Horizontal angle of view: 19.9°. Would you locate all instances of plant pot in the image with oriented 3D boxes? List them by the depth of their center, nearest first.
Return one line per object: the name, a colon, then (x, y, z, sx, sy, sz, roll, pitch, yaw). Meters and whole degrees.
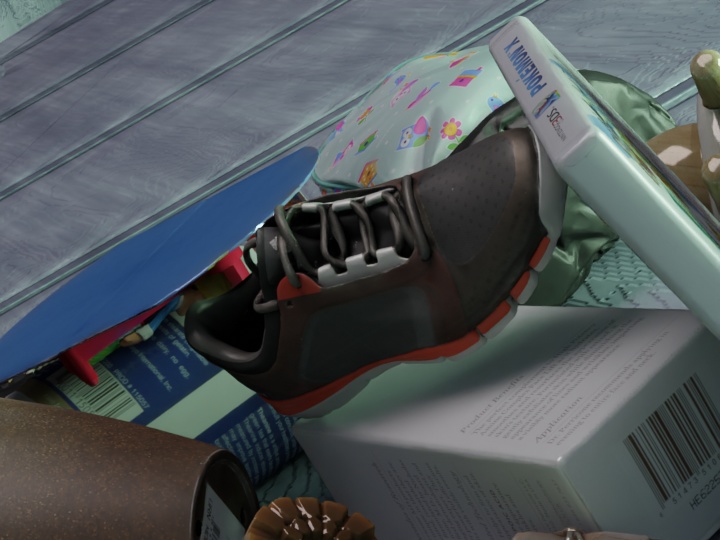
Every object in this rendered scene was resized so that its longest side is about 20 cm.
plant pot: (-0.149, 0.132, 0.889, 0.200, 0.187, 0.187, -7, 25, 17)

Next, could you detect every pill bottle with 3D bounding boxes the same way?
pill bottle: (-0.076, 0.058, 1.043, 0.200, 0.111, 0.111, -36, 19, -20)

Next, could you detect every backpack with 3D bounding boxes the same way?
backpack: (0.063, -0.047, 1.093, 0.167, 0.127, 0.200, -38, 17, -15)

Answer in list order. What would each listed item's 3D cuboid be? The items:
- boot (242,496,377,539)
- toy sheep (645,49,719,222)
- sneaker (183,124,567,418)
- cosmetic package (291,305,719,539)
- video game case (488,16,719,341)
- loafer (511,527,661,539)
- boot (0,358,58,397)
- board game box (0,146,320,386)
boot: (-0.016, 0.185, 0.697, 0.200, 0.075, 0.107, -101, 29, -51)
toy sheep: (0.212, -0.051, 0.880, 0.200, 0.138, 0.138, -8, 24, 17)
sneaker: (0.000, 0.000, 0.842, 0.200, 0.082, 0.077, -38, 43, 36)
cosmetic package: (0.070, 0.070, 0.860, 0.102, 0.074, 0.200, -39, 18, -25)
video game case: (0.130, -0.001, 0.759, 0.022, 0.200, 0.182, -42, 16, 10)
loafer: (0.051, 0.126, 0.749, 0.200, 0.063, 0.072, -16, 22, 35)
boot: (-0.211, 0.108, 1.169, 0.200, 0.073, 0.151, -24, 17, 28)
board game box: (-0.094, 0.015, 0.965, 0.200, 0.039, 0.158, -26, 15, 32)
